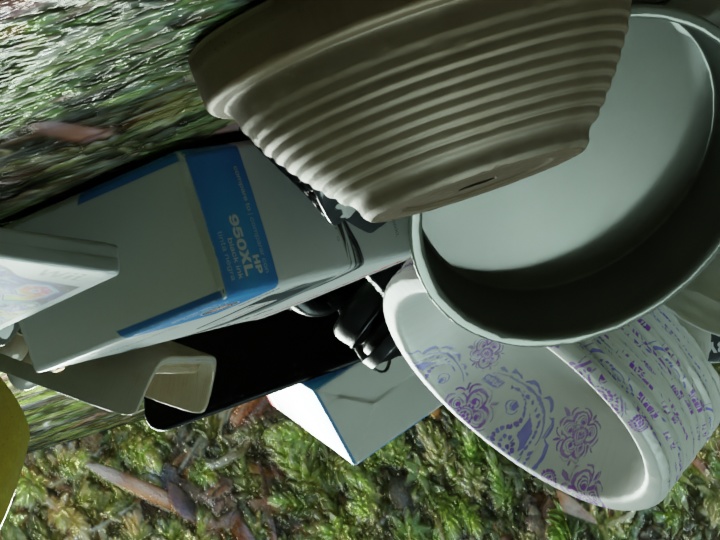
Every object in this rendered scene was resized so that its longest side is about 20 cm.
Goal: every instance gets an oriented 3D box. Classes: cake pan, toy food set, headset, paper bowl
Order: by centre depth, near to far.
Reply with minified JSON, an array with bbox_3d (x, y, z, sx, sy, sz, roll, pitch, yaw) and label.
[{"bbox_3d":[0.110,-0.053,1.497,0.200,0.201,0.037,-18,-141,-15],"label":"cake pan"},{"bbox_3d":[0.120,0.036,1.701,0.104,0.201,0.201,-50,-173,-19],"label":"paper bowl"},{"bbox_3d":[-0.176,0.056,1.770,0.143,0.061,0.200,19,-178,9],"label":"toy food set"},{"bbox_3d":[0.000,0.000,1.821,0.094,0.123,0.200,-50,156,-17],"label":"headset"}]

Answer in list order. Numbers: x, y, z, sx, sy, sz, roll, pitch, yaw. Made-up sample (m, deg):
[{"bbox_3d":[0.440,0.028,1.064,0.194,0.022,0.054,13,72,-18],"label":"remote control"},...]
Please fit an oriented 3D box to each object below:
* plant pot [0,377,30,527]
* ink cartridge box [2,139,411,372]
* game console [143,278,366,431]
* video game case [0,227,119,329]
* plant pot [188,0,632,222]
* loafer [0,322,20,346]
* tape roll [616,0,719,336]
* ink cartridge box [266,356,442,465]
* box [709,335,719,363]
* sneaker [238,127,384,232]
[{"bbox_3d":[-0.297,0.118,1.898,0.142,0.200,0.200,-44,-172,-26],"label":"plant pot"},{"bbox_3d":[-0.077,-0.016,1.616,0.144,0.085,0.200,-21,176,36],"label":"ink cartridge box"},{"bbox_3d":[-0.045,0.023,2.048,0.199,0.117,0.176,-20,175,20],"label":"game console"},{"bbox_3d":[-0.236,0.014,1.493,0.143,0.018,0.200,9,158,-40],"label":"video game case"},{"bbox_3d":[0.035,-0.079,1.251,0.200,0.093,0.201,-18,175,-2],"label":"plant pot"},{"bbox_3d":[-0.188,0.012,1.640,0.072,0.063,0.200,-22,175,42],"label":"loafer"},{"bbox_3d":[0.225,-0.062,1.578,0.202,0.203,0.071,-20,176,19],"label":"tape roll"},{"bbox_3d":[-0.010,0.052,2.058,0.116,0.067,0.200,-34,-156,-13],"label":"ink cartridge box"},{"bbox_3d":[0.158,0.006,1.928,0.199,0.050,0.199,-6,-155,-6],"label":"box"},{"bbox_3d":[-0.001,-0.074,1.497,0.083,0.072,0.200,-46,172,6],"label":"sneaker"}]
